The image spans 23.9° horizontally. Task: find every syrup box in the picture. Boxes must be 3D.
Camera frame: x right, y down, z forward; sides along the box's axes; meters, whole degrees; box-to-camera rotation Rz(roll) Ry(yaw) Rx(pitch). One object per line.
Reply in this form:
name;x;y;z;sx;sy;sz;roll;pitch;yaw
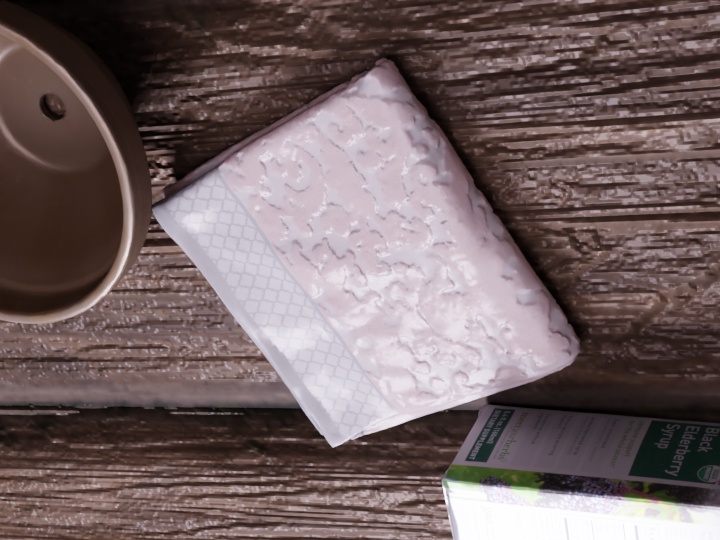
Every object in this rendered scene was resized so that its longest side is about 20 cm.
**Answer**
syrup box;0.155;0.134;0.960;0.199;0.079;0.082;2;121;25

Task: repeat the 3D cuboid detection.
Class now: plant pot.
plant pot;-0.198;-0.077;0.985;0.200;0.093;0.202;13;126;19

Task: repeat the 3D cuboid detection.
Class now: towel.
towel;0.000;0.000;0.979;0.191;0.032;0.200;-25;108;35
